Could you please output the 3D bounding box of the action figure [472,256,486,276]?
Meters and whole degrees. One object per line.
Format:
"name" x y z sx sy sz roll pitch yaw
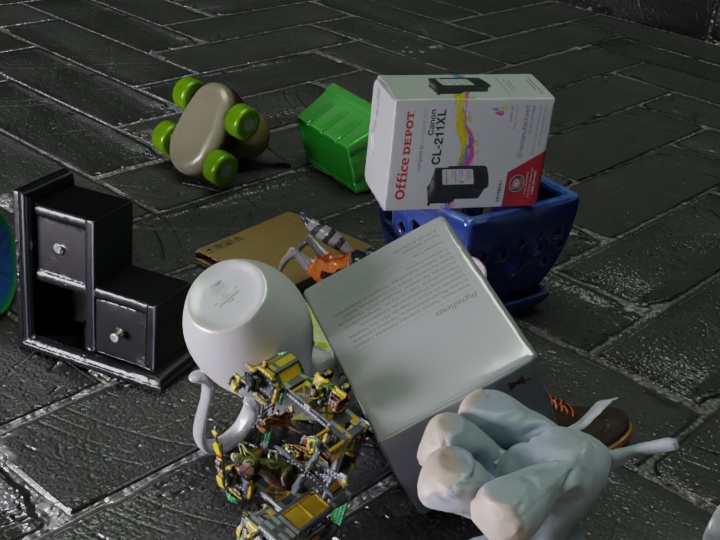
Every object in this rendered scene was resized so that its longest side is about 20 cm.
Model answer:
"action figure" 0.118 0.082 1.260 0.134 0.149 0.200 14 22 7

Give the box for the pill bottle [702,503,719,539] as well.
"pill bottle" 0.410 0.275 0.974 0.109 0.109 0.200 -17 35 -38

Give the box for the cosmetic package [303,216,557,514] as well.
"cosmetic package" 0.071 0.093 1.094 0.166 0.167 0.200 -28 51 -2

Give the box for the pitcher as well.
"pitcher" -0.118 0.092 1.096 0.172 0.200 0.121 -43 56 -13

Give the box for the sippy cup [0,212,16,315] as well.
"sippy cup" -0.507 -0.008 1.345 0.130 0.140 0.178 -2 2 7

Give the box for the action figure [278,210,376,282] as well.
"action figure" 0.000 0.000 1.363 0.193 0.105 0.200 16 1 5

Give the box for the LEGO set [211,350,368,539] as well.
"LEGO set" -0.084 0.183 0.995 0.154 0.200 0.116 42 42 20

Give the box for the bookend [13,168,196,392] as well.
"bookend" -0.286 0.010 1.260 0.200 0.199 0.092 16 27 18

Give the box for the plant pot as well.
"plant pot" 0.144 -0.040 1.462 0.200 0.180 0.200 -13 33 -33

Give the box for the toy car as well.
"toy car" -0.211 -0.214 1.836 0.164 0.158 0.200 31 7 34

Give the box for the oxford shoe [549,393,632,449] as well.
"oxford shoe" 0.210 0.165 1.189 0.200 0.073 0.071 -5 28 -21

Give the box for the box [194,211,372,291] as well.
"box" -0.106 -0.024 1.555 0.163 0.021 0.200 23 32 31

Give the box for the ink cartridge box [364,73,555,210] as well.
"ink cartridge box" 0.116 -0.153 1.322 0.200 0.146 0.083 -4 32 -15

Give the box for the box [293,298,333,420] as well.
"box" -0.069 0.099 1.292 0.075 0.050 0.200 2 26 -6

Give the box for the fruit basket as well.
"fruit basket" 0.024 -0.229 1.868 0.215 0.156 0.216 -8 37 6

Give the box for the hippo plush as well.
"hippo plush" 0.136 0.203 0.943 0.200 0.161 0.159 -18 33 -26
